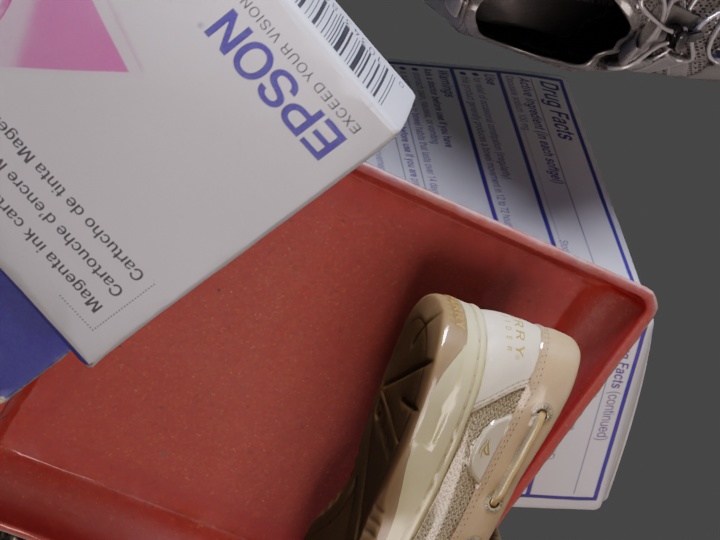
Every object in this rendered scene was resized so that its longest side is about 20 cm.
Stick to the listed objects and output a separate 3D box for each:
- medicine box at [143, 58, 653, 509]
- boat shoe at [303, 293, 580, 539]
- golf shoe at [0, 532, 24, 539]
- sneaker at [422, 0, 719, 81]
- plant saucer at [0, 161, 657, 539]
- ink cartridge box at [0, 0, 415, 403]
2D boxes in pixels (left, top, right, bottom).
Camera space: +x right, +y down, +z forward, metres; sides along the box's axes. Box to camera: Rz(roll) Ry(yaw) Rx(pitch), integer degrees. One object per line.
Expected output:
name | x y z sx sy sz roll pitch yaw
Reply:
medicine box | 0.000 0.000 1.160 0.199 0.182 0.103 5 125 -12
boat shoe | 0.022 0.104 1.036 0.064 0.071 0.200 13 120 -17
golf shoe | -0.132 0.131 1.300 0.199 0.075 0.092 -23 129 8
sneaker | 0.115 -0.103 1.169 0.199 0.082 0.075 5 124 -13
plant saucer | -0.025 0.039 1.049 0.200 0.037 0.200 23 118 -23
ink cartridge box | -0.119 -0.068 0.939 0.200 0.043 0.196 -37 104 21
